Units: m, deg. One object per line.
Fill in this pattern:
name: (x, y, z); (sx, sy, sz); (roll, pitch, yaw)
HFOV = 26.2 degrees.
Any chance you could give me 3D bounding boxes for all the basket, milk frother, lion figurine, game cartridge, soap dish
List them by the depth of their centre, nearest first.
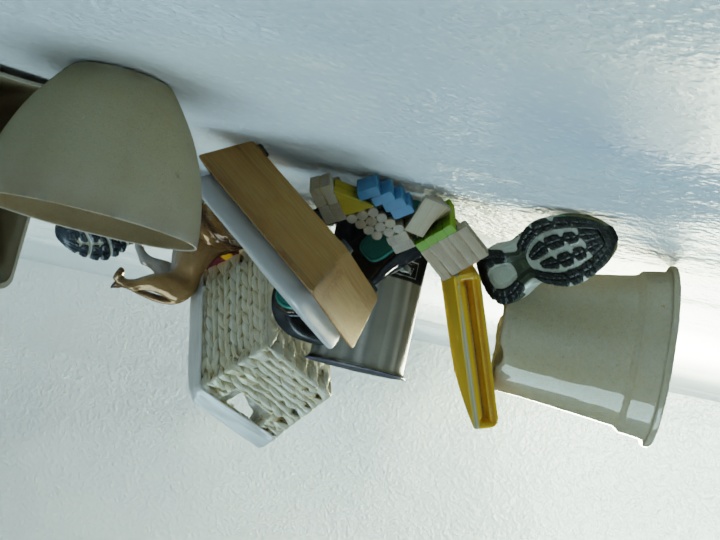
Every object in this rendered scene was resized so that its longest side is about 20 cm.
soap dish: (-0.071, -0.028, 1.557); (0.200, 0.081, 0.157); (49, 177, 27)
game cartridge: (0.117, 0.060, 1.732); (0.032, 0.177, 0.200); (-8, -164, 0)
milk frother: (-0.022, 0.016, 1.793); (0.180, 0.189, 0.200); (15, 174, -10)
basket: (-0.115, 0.082, 1.837); (0.123, 0.201, 0.135); (-31, 129, 25)
lion figurine: (-0.201, -0.021, 1.844); (0.122, 0.200, 0.073); (36, -157, -8)

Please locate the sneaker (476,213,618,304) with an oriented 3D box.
sneaker: (0.202, -0.027, 1.589); (0.088, 0.077, 0.200); (-32, -173, -33)

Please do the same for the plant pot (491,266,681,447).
plant pot: (0.241, 0.080, 1.703); (0.182, 0.202, 0.200); (9, 174, 3)

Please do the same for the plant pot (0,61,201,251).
plant pot: (-0.226, -0.107, 1.367); (0.199, 0.135, 0.200); (12, 174, 1)

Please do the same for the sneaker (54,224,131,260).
sneaker: (-0.281, -0.074, 1.739); (0.086, 0.078, 0.200); (21, -149, 26)

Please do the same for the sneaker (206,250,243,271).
sneaker: (-0.132, -0.026, 1.949); (0.090, 0.075, 0.200); (-21, 161, 27)

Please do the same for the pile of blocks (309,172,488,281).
pile of blocks: (0.040, -0.066, 1.597); (0.199, 0.082, 0.062); (25, -147, -19)

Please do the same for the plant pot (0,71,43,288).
plant pot: (-0.430, -0.116, 1.525); (0.199, 0.201, 0.177); (16, -176, -26)

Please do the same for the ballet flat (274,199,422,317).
ballet flat: (0.000, 0.000, 1.663); (0.073, 0.200, 0.073); (54, 170, 14)
